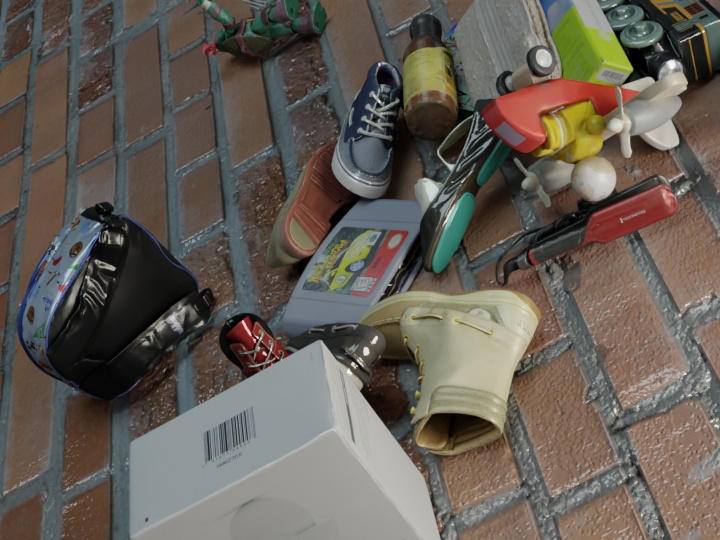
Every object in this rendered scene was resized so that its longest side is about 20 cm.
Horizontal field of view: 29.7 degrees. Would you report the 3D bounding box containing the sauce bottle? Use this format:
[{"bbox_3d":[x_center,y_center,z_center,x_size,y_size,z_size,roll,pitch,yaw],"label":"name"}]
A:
[{"bbox_3d":[0.081,-0.236,1.613,0.066,0.066,0.201,-21,41,19],"label":"sauce bottle"}]

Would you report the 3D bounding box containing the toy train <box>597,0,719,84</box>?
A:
[{"bbox_3d":[0.324,-0.265,1.488,0.113,0.086,0.201,-22,34,-1],"label":"toy train"}]

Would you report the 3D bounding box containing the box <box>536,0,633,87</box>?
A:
[{"bbox_3d":[0.217,-0.245,1.491,0.122,0.047,0.201,-56,36,39],"label":"box"}]

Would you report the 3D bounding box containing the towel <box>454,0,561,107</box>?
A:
[{"bbox_3d":[0.160,-0.243,1.515,0.133,0.034,0.201,-52,40,42],"label":"towel"}]

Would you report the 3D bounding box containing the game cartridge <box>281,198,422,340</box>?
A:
[{"bbox_3d":[0.000,0.000,1.490,0.132,0.041,0.201,1,49,45],"label":"game cartridge"}]

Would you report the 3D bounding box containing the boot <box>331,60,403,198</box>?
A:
[{"bbox_3d":[0.013,-0.170,1.594,0.201,0.072,0.091,-92,21,-56],"label":"boot"}]

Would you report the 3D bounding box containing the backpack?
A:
[{"bbox_3d":[-0.302,0.044,1.568,0.153,0.200,0.192,4,58,48],"label":"backpack"}]

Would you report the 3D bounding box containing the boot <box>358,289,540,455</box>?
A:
[{"bbox_3d":[0.065,0.099,1.296,0.198,0.073,0.156,-5,47,32],"label":"boot"}]

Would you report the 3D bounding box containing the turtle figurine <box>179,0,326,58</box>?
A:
[{"bbox_3d":[-0.157,-0.359,1.974,0.198,0.102,0.149,-4,6,34],"label":"turtle figurine"}]

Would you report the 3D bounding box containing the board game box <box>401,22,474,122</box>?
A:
[{"bbox_3d":[0.148,-0.235,1.636,0.199,0.029,0.135,19,64,49],"label":"board game box"}]

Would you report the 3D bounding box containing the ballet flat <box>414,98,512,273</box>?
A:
[{"bbox_3d":[0.104,-0.095,1.450,0.068,0.068,0.201,29,86,23],"label":"ballet flat"}]

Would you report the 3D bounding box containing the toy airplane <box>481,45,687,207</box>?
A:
[{"bbox_3d":[0.237,-0.135,1.353,0.197,0.200,0.143,-9,72,18],"label":"toy airplane"}]

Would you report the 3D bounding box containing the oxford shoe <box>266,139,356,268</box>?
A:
[{"bbox_3d":[-0.060,-0.081,1.603,0.074,0.071,0.201,-34,17,44],"label":"oxford shoe"}]

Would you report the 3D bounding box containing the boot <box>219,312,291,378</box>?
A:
[{"bbox_3d":[-0.067,0.118,1.319,0.072,0.145,0.200,-41,37,-11],"label":"boot"}]

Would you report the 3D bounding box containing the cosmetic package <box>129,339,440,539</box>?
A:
[{"bbox_3d":[-0.063,0.202,1.171,0.198,0.201,0.123,-28,34,10],"label":"cosmetic package"}]

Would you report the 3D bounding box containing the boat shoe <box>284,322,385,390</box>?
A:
[{"bbox_3d":[-0.022,0.083,1.352,0.057,0.067,0.200,-48,13,-12],"label":"boat shoe"}]

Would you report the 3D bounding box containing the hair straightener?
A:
[{"bbox_3d":[0.222,-0.040,1.361,0.199,0.041,0.077,-30,14,18],"label":"hair straightener"}]
